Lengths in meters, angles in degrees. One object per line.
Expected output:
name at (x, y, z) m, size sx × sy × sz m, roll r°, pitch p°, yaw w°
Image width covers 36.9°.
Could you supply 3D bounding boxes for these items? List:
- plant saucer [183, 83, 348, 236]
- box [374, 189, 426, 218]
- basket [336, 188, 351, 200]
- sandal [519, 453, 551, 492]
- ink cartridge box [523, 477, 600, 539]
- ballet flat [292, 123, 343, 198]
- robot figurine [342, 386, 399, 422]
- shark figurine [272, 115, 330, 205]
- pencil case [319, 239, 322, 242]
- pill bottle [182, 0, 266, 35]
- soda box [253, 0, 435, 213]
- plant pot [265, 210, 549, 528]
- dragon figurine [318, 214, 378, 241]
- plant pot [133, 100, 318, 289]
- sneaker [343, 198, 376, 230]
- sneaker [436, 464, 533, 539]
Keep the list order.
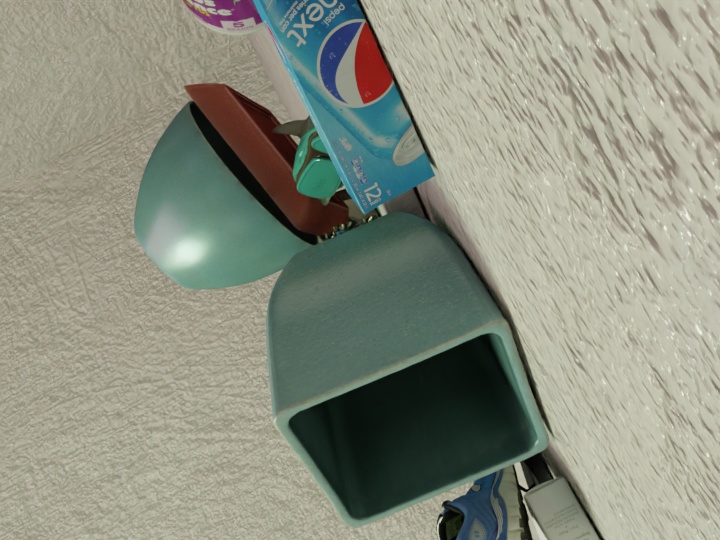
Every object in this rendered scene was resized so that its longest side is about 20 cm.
plant saucer at (-0.090, -0.123, 1.196) m, size 0.200 × 0.037 × 0.200 m, roll 51°, pitch -172°, yaw 10°
box at (0.040, -0.053, 1.096) m, size 0.201 × 0.036 × 0.145 m, roll 64°, pitch 178°, yaw -39°
basket at (0.012, 0.006, 1.516) m, size 0.201 × 0.136 × 0.180 m, roll 58°, pitch -176°, yaw 16°
sandal at (0.155, 0.178, 1.139) m, size 0.201 × 0.043 × 0.076 m, roll 63°, pitch 179°, yaw -25°
ink cartridge box at (0.226, 0.311, 1.012) m, size 0.163 × 0.057 × 0.201 m, roll 64°, pitch -178°, yaw -56°
ballet flat at (-0.018, -0.125, 0.963) m, size 0.200 × 0.067 × 0.071 m, roll 145°, pitch 134°, yaw -68°
robot figurine at (0.045, 0.132, 1.100) m, size 0.199 × 0.114 × 0.169 m, roll 26°, pitch -167°, yaw 25°
shark figurine at (-0.047, -0.151, 1.182) m, size 0.215 × 0.089 × 0.129 m, roll -56°, pitch -41°, yaw -73°
pencil case at (-0.073, -0.053, 1.321) m, size 0.200 × 0.078 × 0.090 m, roll 49°, pitch 132°, yaw 9°
pill bottle at (-0.115, -0.277, 0.881) m, size 0.113 × 0.112 × 0.200 m, roll 62°, pitch 179°, yaw 9°
soda box at (-0.018, -0.147, 0.785) m, size 0.201 × 0.064 × 0.068 m, roll 63°, pitch 178°, yaw -23°
plant pot at (0.025, 0.067, 0.948) m, size 0.197 × 0.195 × 0.201 m, roll 63°, pitch -175°, yaw -46°
dragon figurine at (0.000, 0.000, 1.143) m, size 0.200 × 0.059 × 0.100 m, roll 158°, pitch 97°, yaw -73°
plant pot at (-0.159, -0.058, 1.136) m, size 0.200 × 0.135 × 0.200 m, roll 47°, pitch -171°, yaw -9°
sneaker at (-0.061, -0.056, 1.409) m, size 0.088 × 0.199 × 0.076 m, roll -21°, pitch -84°, yaw -56°
sneaker at (0.114, 0.229, 1.038) m, size 0.200 × 0.089 × 0.079 m, roll -55°, pitch -50°, yaw -81°
